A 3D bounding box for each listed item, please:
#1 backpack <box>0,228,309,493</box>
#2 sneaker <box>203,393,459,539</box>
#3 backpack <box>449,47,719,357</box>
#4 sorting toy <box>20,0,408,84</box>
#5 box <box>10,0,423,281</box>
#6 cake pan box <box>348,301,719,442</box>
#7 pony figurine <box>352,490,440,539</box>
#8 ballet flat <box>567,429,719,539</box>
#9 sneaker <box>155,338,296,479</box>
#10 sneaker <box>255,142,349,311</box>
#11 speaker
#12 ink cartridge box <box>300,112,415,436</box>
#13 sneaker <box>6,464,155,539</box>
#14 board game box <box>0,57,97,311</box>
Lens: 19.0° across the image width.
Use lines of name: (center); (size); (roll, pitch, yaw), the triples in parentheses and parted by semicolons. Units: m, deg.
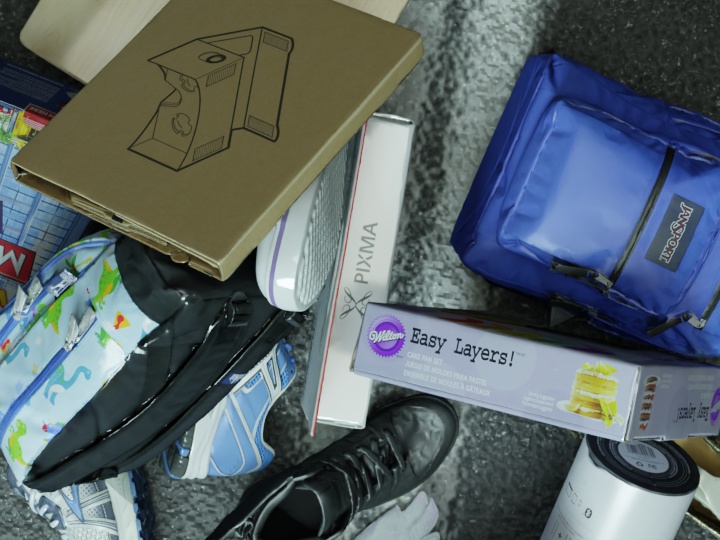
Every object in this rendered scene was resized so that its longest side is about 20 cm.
backpack: (-0.145, 0.049, 1.308); (0.154, 0.163, 0.201); (41, 113, 22)
sneaker: (-0.020, 0.147, 1.409); (0.199, 0.104, 0.060); (-28, 95, -1)
backpack: (0.177, -0.028, 1.380); (0.199, 0.168, 0.163); (24, 99, -7)
sorting toy: (-0.081, -0.178, 1.389); (0.198, 0.070, 0.201); (32, 91, 0)
box: (-0.083, -0.094, 1.256); (0.163, 0.021, 0.200); (24, 59, 28)
cake pan box: (0.118, 0.063, 1.341); (0.183, 0.200, 0.053); (15, 94, 27)
pony figurine: (0.001, 0.265, 1.409); (0.192, 0.167, 0.201); (-31, 111, 7)
ballet flat: (0.213, 0.126, 1.435); (0.200, 0.075, 0.068); (38, 95, -5)
sneaker: (-0.083, 0.040, 1.423); (0.077, 0.076, 0.202); (10, 94, -26)
sneaker: (-0.067, -0.059, 1.284); (0.113, 0.073, 0.201); (0, 50, 8)
speaker: (0.147, 0.201, 1.400); (0.081, 0.081, 0.201); (18, 116, -4)
ink cartridge box: (0.000, 0.000, 1.365); (0.043, 0.174, 0.202); (9, 93, -5)
sneaker: (-0.186, 0.144, 1.421); (0.085, 0.077, 0.202); (-12, 85, 2)
board game box: (-0.252, -0.036, 1.374); (0.199, 0.062, 0.201); (21, 117, 4)
